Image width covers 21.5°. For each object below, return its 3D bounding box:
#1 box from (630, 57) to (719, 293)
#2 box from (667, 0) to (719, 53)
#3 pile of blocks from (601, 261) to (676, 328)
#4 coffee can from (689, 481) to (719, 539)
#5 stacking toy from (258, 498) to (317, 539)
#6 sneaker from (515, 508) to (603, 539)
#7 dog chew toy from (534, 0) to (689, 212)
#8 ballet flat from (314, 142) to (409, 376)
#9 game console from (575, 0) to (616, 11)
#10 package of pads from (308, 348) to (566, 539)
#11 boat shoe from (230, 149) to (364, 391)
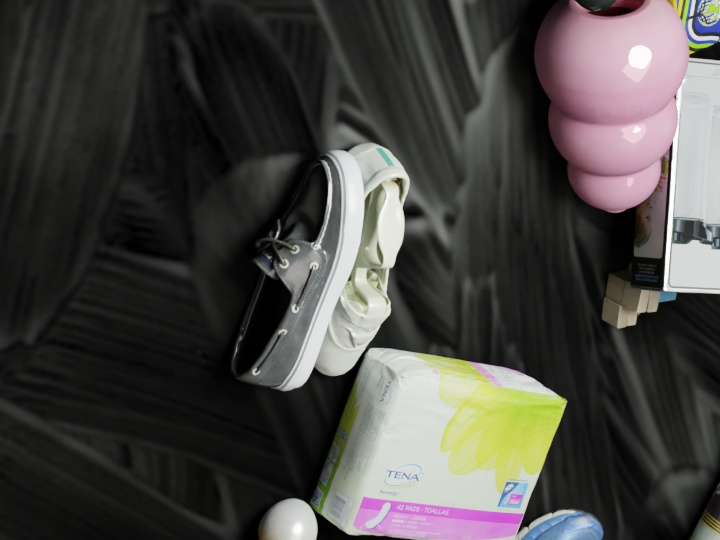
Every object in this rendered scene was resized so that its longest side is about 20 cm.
[{"bbox_3d":[0.302,-0.079,1.636,0.117,0.060,0.200,4,92,-22],"label":"box"},{"bbox_3d":[0.256,-0.282,1.556,0.064,0.070,0.200,-25,122,-24],"label":"box"},{"bbox_3d":[0.301,-0.019,1.709,0.200,0.062,0.082,-53,129,-3],"label":"pile of blocks"},{"bbox_3d":[0.392,0.282,1.850,0.146,0.146,0.200,23,96,-39],"label":"coffee can"},{"bbox_3d":[-0.094,0.274,1.545,0.146,0.146,0.200,40,68,-39],"label":"stacking toy"},{"bbox_3d":[0.159,0.308,1.737,0.200,0.089,0.079,-49,130,-7],"label":"sneaker"},{"bbox_3d":[0.207,-0.135,1.561,0.124,0.125,0.200,-25,130,-23],"label":"dog chew toy"},{"bbox_3d":[0.000,0.000,1.508,0.069,0.069,0.200,-3,112,-34],"label":"ballet flat"},{"bbox_3d":[0.176,-0.335,1.453,0.200,0.116,0.176,42,53,-7],"label":"game console"},{"bbox_3d":[0.070,0.151,1.621,0.200,0.068,0.155,10,104,-38],"label":"package of pads"},{"bbox_3d":[-0.056,0.000,1.474,0.066,0.070,0.200,4,115,-37],"label":"boat shoe"}]
